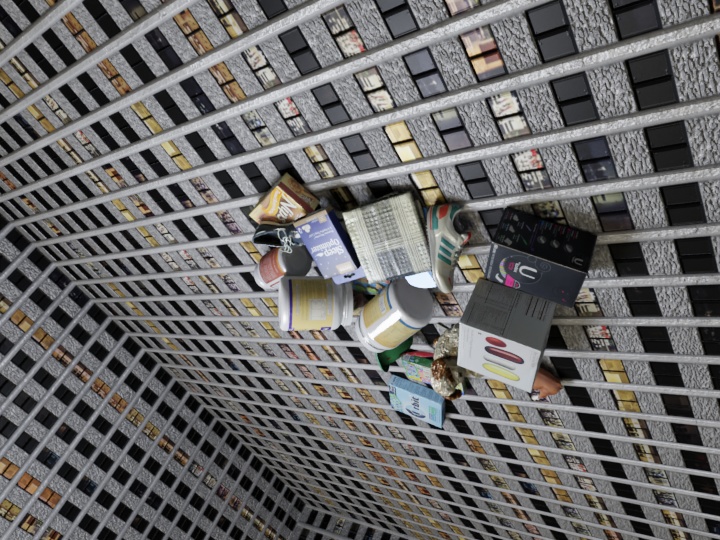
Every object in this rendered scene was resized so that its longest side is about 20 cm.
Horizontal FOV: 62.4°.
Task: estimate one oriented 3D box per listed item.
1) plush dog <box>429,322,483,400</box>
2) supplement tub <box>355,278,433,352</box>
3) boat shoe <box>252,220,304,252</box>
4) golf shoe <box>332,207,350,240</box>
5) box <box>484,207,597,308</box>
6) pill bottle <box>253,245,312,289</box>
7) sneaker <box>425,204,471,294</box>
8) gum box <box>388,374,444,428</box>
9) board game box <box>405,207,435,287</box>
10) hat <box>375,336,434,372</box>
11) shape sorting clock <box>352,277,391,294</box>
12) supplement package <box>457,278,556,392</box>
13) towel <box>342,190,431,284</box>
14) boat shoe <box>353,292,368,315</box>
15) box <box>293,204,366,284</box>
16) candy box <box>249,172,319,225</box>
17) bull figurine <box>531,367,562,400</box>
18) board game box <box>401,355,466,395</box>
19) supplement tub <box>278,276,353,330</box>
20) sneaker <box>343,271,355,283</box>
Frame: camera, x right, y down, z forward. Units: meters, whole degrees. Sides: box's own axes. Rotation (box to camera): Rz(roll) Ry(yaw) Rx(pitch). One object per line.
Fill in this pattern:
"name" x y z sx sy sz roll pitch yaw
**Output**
"plush dog" 0.244 0.261 1.650 0.157 0.174 0.202 0 137 38
"supplement tub" 0.087 0.121 1.590 0.144 0.146 0.200 38 133 -12
"boat shoe" -0.198 -0.089 1.559 0.194 0.063 0.076 9 140 23
"golf shoe" -0.052 -0.117 1.496 0.089 0.078 0.198 49 142 -12
"box" 0.371 -0.027 1.239 0.195 0.107 0.124 19 146 17
"pill bottle" -0.234 -0.011 1.741 0.112 0.114 0.198 43 145 -19
"sneaker" 0.203 -0.048 1.326 0.091 0.070 0.206 -5 101 22
"gum box" 0.196 0.454 2.054 0.195 0.045 0.172 18 145 21
"board game box" 0.145 -0.059 1.423 0.157 0.039 0.202 -35 92 38
"hat" 0.144 0.203 1.735 0.171 0.171 0.199 -9 176 16
"shape sorting clock" 0.000 0.000 1.634 0.195 0.040 0.203 22 146 15
"supplement package" 0.353 0.159 1.455 0.195 0.149 0.194 17 145 21
"towel" 0.070 -0.077 1.399 0.188 0.035 0.205 -13 110 26
"boat shoe" -0.039 0.090 1.764 0.198 0.071 0.074 -3 106 61
"box" -0.073 -0.053 1.477 0.119 0.032 0.203 -16 112 39
"candy box" -0.204 -0.164 1.572 0.115 0.056 0.199 39 146 -15
"bull figurine" 0.448 0.278 1.609 0.198 0.066 0.122 36 151 -2
"board game box" 0.230 0.322 1.856 0.195 0.030 0.136 14 150 25
"supplement tub" -0.125 0.090 1.636 0.193 0.149 0.147 0 148 -11
"sneaker" 0.026 -0.017 1.524 0.079 0.076 0.199 36 130 -15
